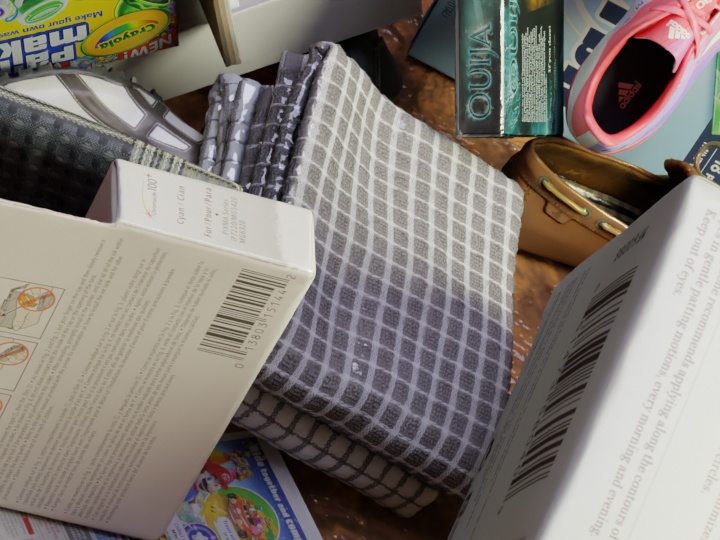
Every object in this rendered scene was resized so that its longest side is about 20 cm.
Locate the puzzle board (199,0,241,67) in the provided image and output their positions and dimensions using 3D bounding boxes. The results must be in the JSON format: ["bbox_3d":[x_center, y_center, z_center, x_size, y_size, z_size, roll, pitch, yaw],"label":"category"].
[{"bbox_3d":[-0.094,-0.220,1.486,0.017,0.200,0.151,-17,51,-7],"label":"puzzle board"}]

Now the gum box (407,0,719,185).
[{"bbox_3d":[0.153,-0.148,1.692,0.200,0.170,0.045,28,37,-3],"label":"gum box"}]

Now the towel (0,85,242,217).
[{"bbox_3d":[-0.161,-0.013,1.357,0.192,0.200,0.035,20,49,-3],"label":"towel"}]

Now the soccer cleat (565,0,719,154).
[{"bbox_3d":[0.180,-0.146,1.594,0.067,0.200,0.076,36,9,-5],"label":"soccer cleat"}]

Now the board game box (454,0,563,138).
[{"bbox_3d":[0.079,-0.169,1.556,0.028,0.200,0.135,1,2,18],"label":"board game box"}]

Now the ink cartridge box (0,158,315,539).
[{"bbox_3d":[-0.137,0.031,1.308,0.176,0.200,0.045,14,44,-19],"label":"ink cartridge box"}]

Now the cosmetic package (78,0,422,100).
[{"bbox_3d":[-0.074,-0.147,1.587,0.200,0.051,0.083,-19,52,-11],"label":"cosmetic package"}]

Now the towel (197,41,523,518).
[{"bbox_3d":[0.000,0.000,1.478,0.166,0.086,0.200,29,53,-29],"label":"towel"}]

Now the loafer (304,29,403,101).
[{"bbox_3d":[-0.007,-0.109,1.640,0.072,0.073,0.200,10,47,-28],"label":"loafer"}]

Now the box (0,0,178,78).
[{"bbox_3d":[-0.203,-0.191,1.466,0.200,0.193,0.122,-15,57,-11],"label":"box"}]

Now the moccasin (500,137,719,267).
[{"bbox_3d":[0.173,-0.030,1.662,0.201,0.078,0.074,20,43,-12],"label":"moccasin"}]

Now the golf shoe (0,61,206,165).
[{"bbox_3d":[-0.113,-0.043,1.511,0.200,0.078,0.095,12,46,-19],"label":"golf shoe"}]

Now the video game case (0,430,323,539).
[{"bbox_3d":[-0.102,0.145,1.383,0.200,0.018,0.143,-6,54,-34],"label":"video game case"}]

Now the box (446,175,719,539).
[{"bbox_3d":[0.154,0.101,1.346,0.171,0.200,0.199,27,69,-6],"label":"box"}]
